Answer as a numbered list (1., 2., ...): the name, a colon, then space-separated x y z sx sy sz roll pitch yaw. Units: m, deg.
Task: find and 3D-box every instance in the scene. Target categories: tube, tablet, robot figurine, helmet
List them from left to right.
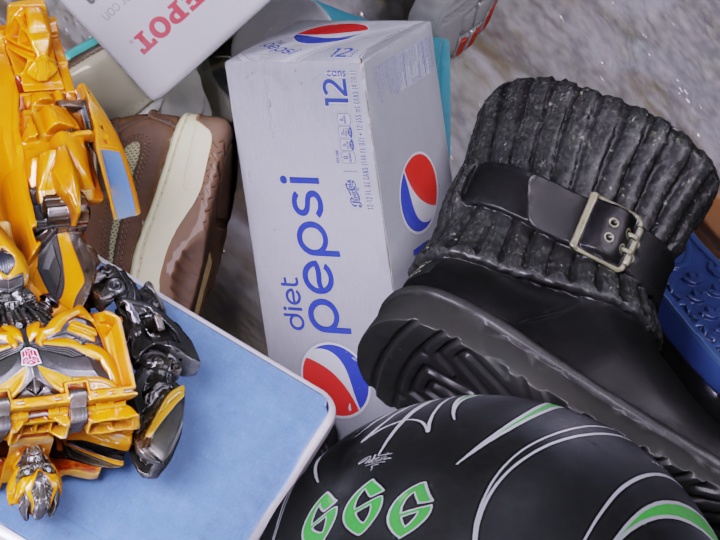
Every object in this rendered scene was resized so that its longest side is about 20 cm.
1. robot figurine: -0.138 -0.003 1.084 0.144 0.058 0.201 -7 58 -21
2. tablet: -0.119 0.044 1.103 0.199 0.014 0.130 31 52 3
3. tube: 0.004 -0.082 1.353 0.200 0.050 0.078 14 80 -68
4. helmet: 0.049 0.142 1.084 0.200 0.200 0.191 48 38 -11

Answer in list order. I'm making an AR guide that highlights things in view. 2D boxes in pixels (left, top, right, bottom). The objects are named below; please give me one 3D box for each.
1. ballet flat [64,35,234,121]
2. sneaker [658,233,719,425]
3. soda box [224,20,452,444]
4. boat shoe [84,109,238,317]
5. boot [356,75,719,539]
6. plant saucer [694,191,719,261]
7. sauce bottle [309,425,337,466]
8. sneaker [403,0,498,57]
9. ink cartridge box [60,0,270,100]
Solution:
1. ballet flat: -0.078 -0.087 1.288 0.070 0.069 0.200 53 36 -3
2. sneaker: 0.121 0.009 1.338 0.070 0.078 0.200 -8 48 -31
3. soda box: 0.000 0.000 1.233 0.063 0.068 0.201 -35 121 -54
4. boat shoe: -0.104 0.027 1.181 0.074 0.075 0.203 9 57 7
5. boot: 0.113 0.027 1.197 0.211 0.079 0.158 37 50 -4
6. plant saucer: 0.179 0.050 1.413 0.032 0.200 0.201 -25 80 -9
7. sauce bottle: -0.055 0.122 1.154 0.065 0.065 0.200 46 37 -13
8. sneaker: 0.044 -0.178 1.517 0.081 0.077 0.200 25 38 3
9. ink cartridge box: -0.088 -0.190 1.178 0.200 0.145 0.083 47 37 -7
